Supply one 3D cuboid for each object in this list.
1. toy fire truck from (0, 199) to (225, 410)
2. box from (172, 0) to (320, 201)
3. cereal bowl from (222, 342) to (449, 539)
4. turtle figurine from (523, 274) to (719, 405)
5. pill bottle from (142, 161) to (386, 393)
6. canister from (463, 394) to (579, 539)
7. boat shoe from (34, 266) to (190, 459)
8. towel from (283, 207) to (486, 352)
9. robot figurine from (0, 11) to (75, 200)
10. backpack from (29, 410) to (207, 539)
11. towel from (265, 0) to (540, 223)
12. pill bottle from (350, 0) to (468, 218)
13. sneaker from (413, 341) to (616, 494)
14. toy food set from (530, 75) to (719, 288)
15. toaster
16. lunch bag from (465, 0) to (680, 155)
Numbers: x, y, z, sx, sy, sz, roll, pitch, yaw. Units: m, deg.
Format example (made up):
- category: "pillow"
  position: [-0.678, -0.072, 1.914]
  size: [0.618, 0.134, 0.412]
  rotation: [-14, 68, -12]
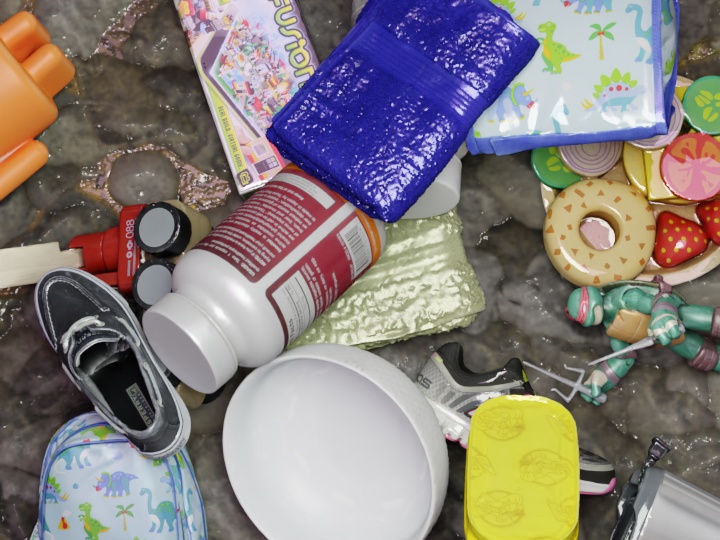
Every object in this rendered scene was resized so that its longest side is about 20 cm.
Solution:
- category: "toy fire truck"
  position: [-0.231, 0.033, 1.418]
  size: [0.199, 0.129, 0.177]
  rotation: [-6, 75, 23]
- category: "box"
  position: [-0.089, -0.176, 1.470]
  size: [0.109, 0.035, 0.201]
  rotation: [-20, 81, 0]
- category: "cereal bowl"
  position: [-0.012, 0.150, 1.371]
  size: [0.199, 0.083, 0.201]
  rotation: [10, 113, 24]
- category: "turtle figurine"
  position: [0.245, 0.053, 1.368]
  size: [0.199, 0.150, 0.101]
  rotation: [8, 67, -5]
- category: "pill bottle"
  position: [-0.080, 0.005, 1.336]
  size: [0.113, 0.113, 0.200]
  rotation: [43, 62, 9]
- category: "canister"
  position: [0.124, 0.221, 1.293]
  size: [0.086, 0.201, 0.149]
  rotation: [2, 43, 4]
- category: "boat shoe"
  position: [-0.210, 0.066, 1.312]
  size: [0.072, 0.068, 0.200]
  rotation: [-36, 63, 0]
- category: "towel"
  position: [0.000, 0.000, 1.437]
  size: [0.199, 0.036, 0.149]
  rotation: [-15, 79, 2]
- category: "robot figurine"
  position: [-0.349, -0.141, 1.441]
  size: [0.200, 0.117, 0.144]
  rotation: [-38, 119, -2]
- category: "backpack"
  position: [-0.202, 0.215, 1.369]
  size: [0.162, 0.154, 0.201]
  rotation: [-1, 75, 7]
- category: "towel"
  position: [0.030, -0.150, 1.311]
  size: [0.147, 0.050, 0.200]
  rotation: [34, 81, 25]
- category: "pill bottle"
  position: [0.043, -0.155, 1.401]
  size: [0.113, 0.114, 0.201]
  rotation: [2, 70, 4]
- category: "sneaker"
  position: [0.134, 0.123, 1.390]
  size: [0.199, 0.074, 0.088]
  rotation: [25, 90, 12]
- category: "toy food set"
  position: [0.251, -0.084, 1.427]
  size: [0.199, 0.049, 0.199]
  rotation: [-6, 81, 3]
- category: "toaster"
  position: [0.261, 0.252, 1.345]
  size: [0.129, 0.114, 0.201]
  rotation: [24, 82, 3]
- category: "lunch bag"
  position: [0.179, -0.182, 1.367]
  size: [0.169, 0.128, 0.201]
  rotation: [-5, 50, 18]
